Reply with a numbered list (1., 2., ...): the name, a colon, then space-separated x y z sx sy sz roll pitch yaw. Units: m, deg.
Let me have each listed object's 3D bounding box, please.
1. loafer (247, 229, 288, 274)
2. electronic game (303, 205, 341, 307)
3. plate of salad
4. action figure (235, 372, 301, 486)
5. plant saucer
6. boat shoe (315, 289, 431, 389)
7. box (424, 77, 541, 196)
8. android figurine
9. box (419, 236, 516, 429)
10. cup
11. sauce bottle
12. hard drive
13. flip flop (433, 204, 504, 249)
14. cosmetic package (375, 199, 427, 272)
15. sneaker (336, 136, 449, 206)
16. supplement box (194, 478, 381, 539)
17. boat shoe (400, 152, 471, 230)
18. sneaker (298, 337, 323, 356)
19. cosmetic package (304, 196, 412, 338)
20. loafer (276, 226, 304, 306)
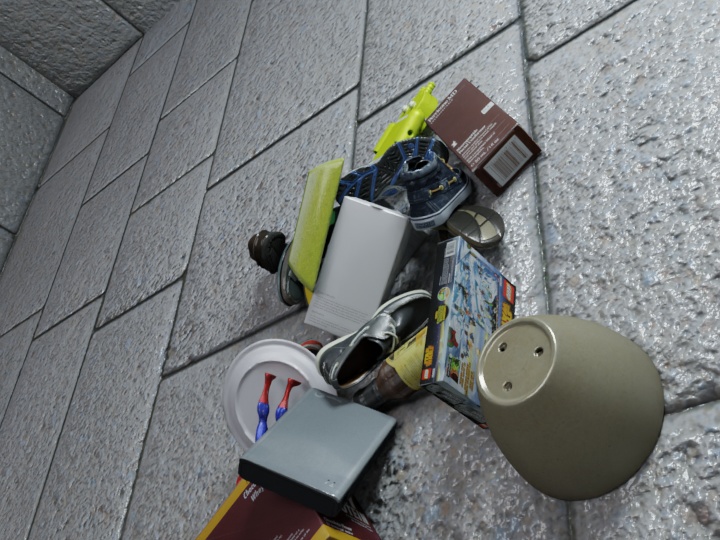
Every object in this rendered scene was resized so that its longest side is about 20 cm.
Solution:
1. loafer: -0.176 -0.034 1.421 0.200 0.070 0.074 85 -159 -82
2. electronic game: -0.041 -0.007 1.300 0.199 0.041 0.204 -19 67 54
3. plate of salad: -0.120 0.203 1.190 0.197 0.048 0.204 2 96 20
4. action figure: -0.129 0.261 1.146 0.064 0.099 0.203 10 77 18
5. plant saucer: -0.075 -0.081 1.218 0.200 0.047 0.203 -121 44 -82
6. boat shoe: 0.032 0.101 1.110 0.199 0.072 0.068 -33 20 -12
7. box: 0.188 -0.214 1.223 0.100 0.075 0.201 -46 34 12
8. android figurine: 0.074 -0.241 1.371 0.202 0.041 0.182 -60 11 -3
9. box: 0.140 0.078 0.980 0.040 0.136 0.203 -18 48 39
10. cup: 0.207 0.128 0.853 0.199 0.143 0.202 -30 41 30
11. sauce bottle: 0.070 0.135 1.078 0.199 0.064 0.065 -40 37 22
12. hard drive: -0.050 0.229 1.017 0.138 0.200 0.033 17 113 18
13. flip flop: 0.144 -0.059 1.157 0.080 0.058 0.199 -22 22 -25
14. cosmetic package: 0.030 -0.078 1.317 0.083 0.050 0.200 -51 35 4
15. sneaker: 0.050 -0.162 1.273 0.197 0.077 0.077 -21 3 4
16. supplement box: -0.092 0.371 1.015 0.198 0.132 0.200 -52 35 4
17. boat shoe: 0.116 -0.140 1.167 0.070 0.092 0.201 -8 22 24
18. sneaker: -0.123 0.193 1.274 0.201 0.070 0.094 -52 11 14
19. cosmetic package: 0.000 0.000 1.173 0.085 0.106 0.203 -9 -60 -78
20. loafer: -0.097 -0.030 1.415 0.062 0.072 0.202 -11 51 37
